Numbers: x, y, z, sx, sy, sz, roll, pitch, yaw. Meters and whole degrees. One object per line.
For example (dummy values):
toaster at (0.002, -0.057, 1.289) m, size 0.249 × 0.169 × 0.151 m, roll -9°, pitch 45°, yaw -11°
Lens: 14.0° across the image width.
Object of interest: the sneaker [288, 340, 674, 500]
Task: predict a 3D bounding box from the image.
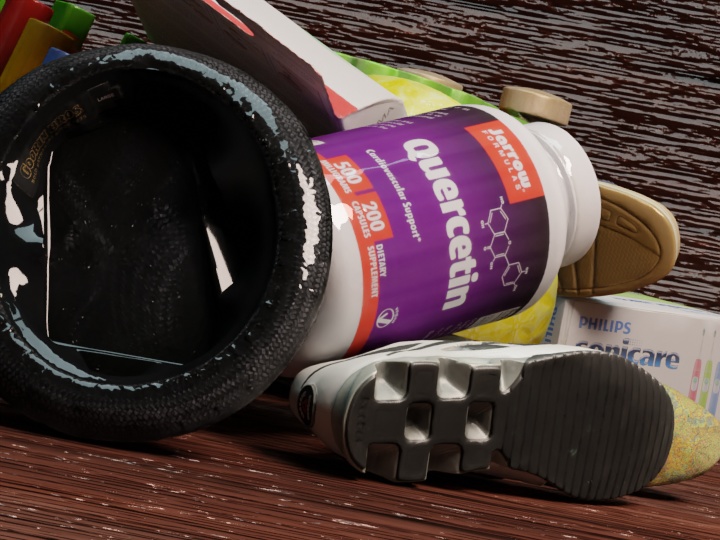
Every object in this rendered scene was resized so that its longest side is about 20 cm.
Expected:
sneaker at (0.058, 0.063, 1.407) m, size 0.200 × 0.074 × 0.088 m, roll 9°, pitch 5°, yaw -31°

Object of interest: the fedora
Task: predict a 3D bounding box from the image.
fedora at (-0.103, -0.002, 1.360) m, size 0.200 × 0.201 × 0.092 m, roll 11°, pitch -25°, yaw 4°

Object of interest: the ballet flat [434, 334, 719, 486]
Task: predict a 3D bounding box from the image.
ballet flat at (0.086, 0.065, 1.491) m, size 0.199 × 0.071 × 0.071 m, roll 9°, pitch 3°, yaw 13°

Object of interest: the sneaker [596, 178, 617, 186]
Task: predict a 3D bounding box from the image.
sneaker at (0.149, -0.015, 1.848) m, size 0.082 × 0.070 × 0.200 m, roll 41°, pitch 11°, yaw 23°

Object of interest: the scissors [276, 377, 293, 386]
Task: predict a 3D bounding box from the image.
scissors at (-0.009, 0.072, 1.629) m, size 0.073 × 0.014 × 0.200 m, roll 8°, pitch 2°, yaw -22°

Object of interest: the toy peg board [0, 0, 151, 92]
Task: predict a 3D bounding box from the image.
toy peg board at (-0.129, -0.080, 1.552) m, size 0.200 × 0.098 × 0.199 m, roll 27°, pitch -3°, yaw -29°

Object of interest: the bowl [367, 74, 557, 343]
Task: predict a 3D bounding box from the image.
bowl at (0.000, 0.000, 1.657) m, size 0.200 × 0.201 × 0.108 m, roll 13°, pitch 32°, yaw 34°

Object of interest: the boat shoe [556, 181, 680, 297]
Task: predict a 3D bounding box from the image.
boat shoe at (0.100, -0.029, 1.702) m, size 0.200 × 0.074 × 0.069 m, roll 6°, pitch 18°, yaw 29°

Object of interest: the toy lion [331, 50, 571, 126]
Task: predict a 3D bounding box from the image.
toy lion at (0.021, -0.106, 1.859) m, size 0.191 × 0.069 × 0.200 m, roll 17°, pitch 0°, yaw -33°

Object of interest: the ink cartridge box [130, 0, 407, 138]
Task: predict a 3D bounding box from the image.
ink cartridge box at (-0.054, -0.126, 1.505) m, size 0.161 × 0.050 × 0.200 m, roll 37°, pitch -11°, yaw 15°

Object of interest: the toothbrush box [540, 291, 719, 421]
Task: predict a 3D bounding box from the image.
toothbrush box at (0.114, 0.047, 1.792) m, size 0.145 × 0.086 × 0.200 m, roll 8°, pitch 3°, yaw -36°

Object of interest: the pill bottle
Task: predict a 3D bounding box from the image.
pill bottle at (0.024, -0.020, 1.464) m, size 0.200 × 0.113 × 0.112 m, roll -16°, pitch 19°, yaw -39°
